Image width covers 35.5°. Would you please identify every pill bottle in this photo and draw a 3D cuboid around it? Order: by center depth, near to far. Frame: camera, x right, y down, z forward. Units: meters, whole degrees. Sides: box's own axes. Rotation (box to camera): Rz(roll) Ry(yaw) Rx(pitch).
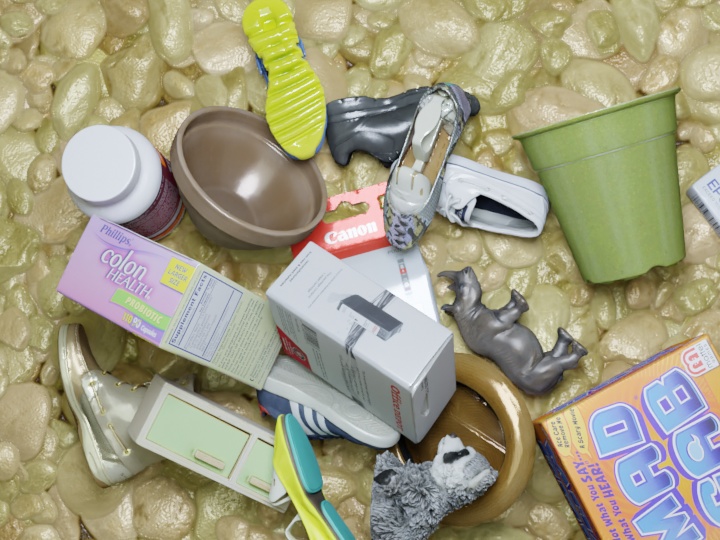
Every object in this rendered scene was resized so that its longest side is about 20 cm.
[{"bbox_3d":[-0.278,-0.103,1.323,0.111,0.200,0.115,-1,82,4],"label":"pill bottle"}]

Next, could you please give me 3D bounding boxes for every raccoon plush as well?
[{"bbox_3d":[0.079,0.277,1.221,0.132,0.097,0.204,4,104,7],"label":"raccoon plush"}]

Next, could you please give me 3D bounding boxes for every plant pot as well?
[{"bbox_3d":[0.293,-0.091,1.302,0.197,0.200,0.193,-15,94,2],"label":"plant pot"},{"bbox_3d":[-0.146,-0.092,1.344,0.201,0.200,0.093,46,127,8],"label":"plant pot"}]

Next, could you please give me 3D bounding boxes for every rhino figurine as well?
[{"bbox_3d":[0.167,0.067,1.337,0.199,0.060,0.088,39,97,12],"label":"rhino figurine"}]

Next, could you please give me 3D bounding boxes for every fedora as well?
[{"bbox_3d":[0.114,0.194,1.302,0.197,0.082,0.204,-4,78,21],"label":"fedora"}]

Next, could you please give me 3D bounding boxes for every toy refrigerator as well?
[{"bbox_3d":[-0.161,0.200,1.296,0.198,0.070,0.077,30,84,-21],"label":"toy refrigerator"}]

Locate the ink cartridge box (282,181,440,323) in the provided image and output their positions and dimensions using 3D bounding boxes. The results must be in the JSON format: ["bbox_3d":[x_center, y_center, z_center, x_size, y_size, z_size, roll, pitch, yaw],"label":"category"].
[{"bbox_3d":[0.000,0.000,1.365,0.160,0.050,0.203,-15,84,2],"label":"ink cartridge box"}]

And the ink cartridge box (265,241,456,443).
[{"bbox_3d":[0.005,0.080,1.232,0.199,0.145,0.084,33,68,23],"label":"ink cartridge box"}]

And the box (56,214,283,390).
[{"bbox_3d":[-0.204,0.038,1.270,0.174,0.200,0.098,23,83,33],"label":"box"}]

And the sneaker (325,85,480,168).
[{"bbox_3d":[0.051,-0.175,1.382,0.197,0.076,0.092,-8,91,10],"label":"sneaker"}]

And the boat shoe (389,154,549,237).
[{"bbox_3d":[0.128,-0.088,1.346,0.197,0.074,0.066,11,46,7],"label":"boat shoe"}]

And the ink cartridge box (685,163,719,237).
[{"bbox_3d":[0.527,-0.077,1.341,0.199,0.043,0.197,-36,81,0],"label":"ink cartridge box"}]

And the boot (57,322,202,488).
[{"bbox_3d":[-0.272,0.142,1.353,0.153,0.073,0.203,-19,83,2],"label":"boot"}]

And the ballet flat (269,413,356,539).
[{"bbox_3d":[-0.063,0.262,1.256,0.066,0.067,0.202,-31,77,12],"label":"ballet flat"}]

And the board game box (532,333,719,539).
[{"bbox_3d":[0.322,0.211,1.236,0.198,0.200,0.202,-27,81,0],"label":"board game box"}]

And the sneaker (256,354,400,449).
[{"bbox_3d":[-0.039,0.173,1.315,0.198,0.075,0.086,24,124,29],"label":"sneaker"}]

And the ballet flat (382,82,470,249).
[{"bbox_3d":[0.067,-0.126,1.303,0.071,0.072,0.203,21,90,7],"label":"ballet flat"}]

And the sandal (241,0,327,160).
[{"bbox_3d":[-0.087,-0.230,1.381,0.078,0.087,0.203,-14,80,2],"label":"sandal"}]
